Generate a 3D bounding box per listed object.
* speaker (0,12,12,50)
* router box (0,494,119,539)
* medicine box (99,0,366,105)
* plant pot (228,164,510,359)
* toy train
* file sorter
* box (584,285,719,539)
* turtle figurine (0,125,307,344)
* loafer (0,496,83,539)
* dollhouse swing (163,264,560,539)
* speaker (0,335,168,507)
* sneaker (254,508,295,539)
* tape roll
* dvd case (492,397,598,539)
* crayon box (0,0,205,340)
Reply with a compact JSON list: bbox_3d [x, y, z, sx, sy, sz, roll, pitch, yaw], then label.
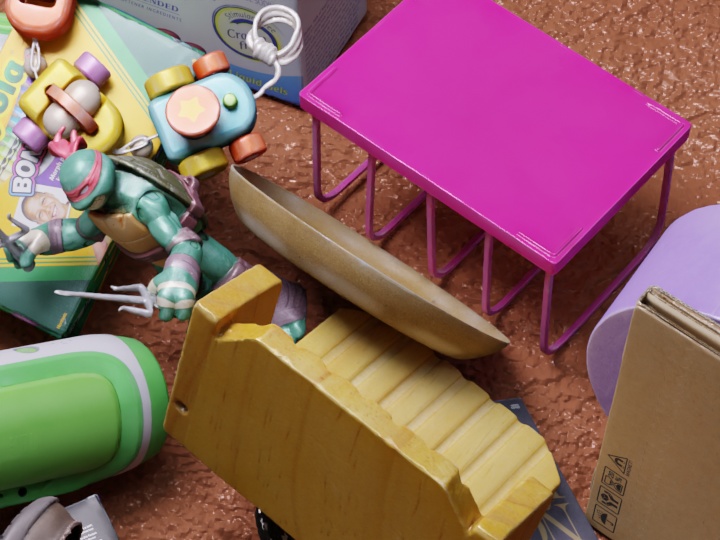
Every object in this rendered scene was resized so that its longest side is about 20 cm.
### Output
[{"bbox_3d":[-0.221,-0.129,1.500,0.199,0.089,0.089,9,56,9],"label":"speaker"},{"bbox_3d":[-0.207,0.237,1.262,0.199,0.052,0.158,-22,56,-12],"label":"router box"},{"bbox_3d":[-0.099,-0.233,1.497,0.182,0.200,0.103,20,58,16],"label":"medicine box"},{"bbox_3d":[0.000,0.000,1.353,0.200,0.200,0.028,34,94,23],"label":"plant pot"},{"bbox_3d":[-0.141,-0.135,1.363,0.199,0.056,0.151,16,84,2],"label":"toy train"},{"bbox_3d":[0.082,-0.063,1.416,0.200,0.126,0.139,35,61,22],"label":"file sorter"},{"bbox_3d":[0.206,0.119,1.238,0.163,0.200,0.021,33,53,23],"label":"box"},{"bbox_3d":[-0.127,-0.013,1.315,0.150,0.200,0.101,23,81,49],"label":"turtle figurine"},{"bbox_3d":[-0.179,0.219,1.206,0.071,0.073,0.201,13,60,0],"label":"loafer"},{"bbox_3d":[0.027,0.072,1.230,0.200,0.182,0.176,38,55,13],"label":"dollhouse swing"},{"bbox_3d":[-0.213,0.091,1.297,0.199,0.089,0.089,-10,51,-36],"label":"speaker"},{"bbox_3d":[-0.003,0.158,1.309,0.088,0.077,0.200,-12,59,-22],"label":"sneaker"},{"bbox_3d":[0.234,0.063,1.276,0.200,0.200,0.085,29,61,21],"label":"tape roll"},{"bbox_3d":[0.074,0.161,1.288,0.148,0.016,0.200,-5,52,-32],"label":"dvd case"},{"bbox_3d":[-0.191,-0.069,1.413,0.118,0.058,0.201,26,85,3],"label":"crayon box"}]
